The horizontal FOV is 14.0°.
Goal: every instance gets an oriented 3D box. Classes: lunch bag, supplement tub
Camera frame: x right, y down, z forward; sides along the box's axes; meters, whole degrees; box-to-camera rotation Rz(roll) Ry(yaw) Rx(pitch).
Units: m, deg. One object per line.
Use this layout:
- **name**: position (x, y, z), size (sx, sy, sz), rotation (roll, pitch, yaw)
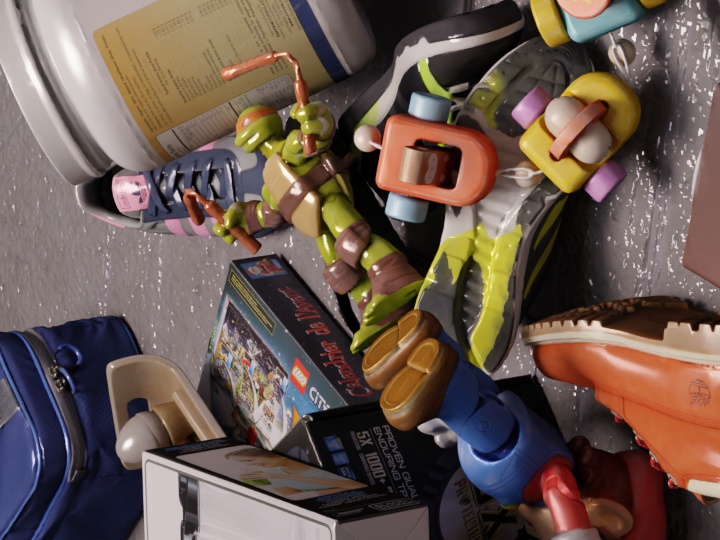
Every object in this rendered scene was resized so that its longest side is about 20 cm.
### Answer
- **lunch bag**: position (-0.231, 0.126, 2.087), size (0.136, 0.132, 0.200), rotation (62, 142, 27)
- **supplement tub**: position (-0.106, -0.146, 1.728), size (0.144, 0.199, 0.145), rotation (-24, -90, -85)

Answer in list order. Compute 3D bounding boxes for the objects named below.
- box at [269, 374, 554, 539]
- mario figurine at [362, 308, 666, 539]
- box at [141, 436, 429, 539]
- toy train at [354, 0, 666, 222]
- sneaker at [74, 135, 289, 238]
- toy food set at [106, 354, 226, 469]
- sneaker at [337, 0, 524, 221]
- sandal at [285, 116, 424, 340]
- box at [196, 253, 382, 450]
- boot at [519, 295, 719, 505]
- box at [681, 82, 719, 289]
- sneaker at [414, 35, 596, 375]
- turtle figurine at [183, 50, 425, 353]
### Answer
- **box**: position (0.051, 0.174, 1.647), size (0.086, 0.163, 0.201), rotation (-48, 57, 49)
- **mario figurine**: position (0.079, 0.117, 1.579), size (0.106, 0.200, 0.124), rotation (-31, 28, 41)
- **box**: position (-0.043, 0.166, 1.584), size (0.200, 0.060, 0.117), rotation (15, 109, 55)
- **toy train**: position (0.079, -0.110, 1.558), size (0.149, 0.056, 0.201), rotation (19, 101, 12)
- **sneaker**: position (-0.113, -0.050, 1.918), size (0.200, 0.082, 0.071), rotation (-7, 91, 56)
- **toy food set**: position (-0.104, 0.164, 1.914), size (0.200, 0.060, 0.144), rotation (55, 162, 27)
- **sneaker**: position (0.053, -0.086, 1.682), size (0.083, 0.071, 0.200), rotation (65, 155, 11)
- **sandal**: position (0.000, 0.000, 1.746), size (0.201, 0.045, 0.075), rotation (60, 156, -4)
- **box**: position (-0.035, 0.104, 1.873), size (0.200, 0.038, 0.137), rotation (50, 135, 39)
- **boot**: position (0.157, 0.069, 1.551), size (0.200, 0.075, 0.108), rotation (9, 109, 55)
- **box**: position (0.246, -0.012, 1.397), size (0.200, 0.075, 0.101), rotation (35, 125, 46)
- **sneaker**: position (0.079, -0.037, 1.640), size (0.074, 0.085, 0.201), rotation (22, 99, 8)
- **turtle figurine**: position (-0.029, -0.034, 1.688), size (0.162, 0.064, 0.200), rotation (55, 147, 12)
